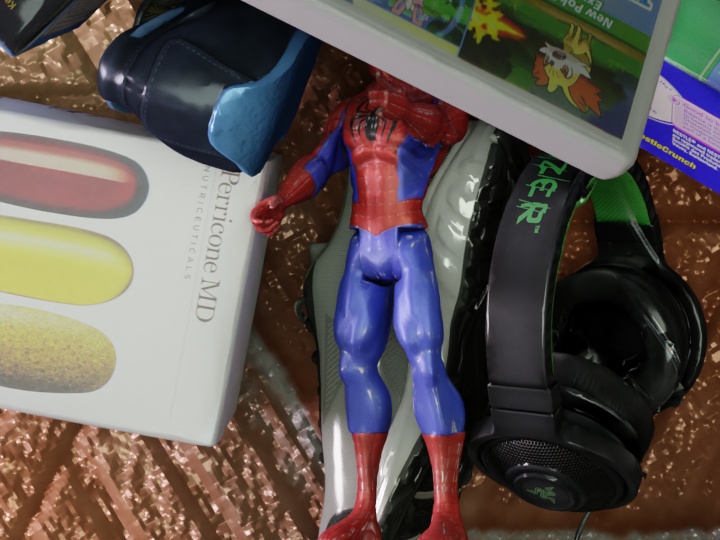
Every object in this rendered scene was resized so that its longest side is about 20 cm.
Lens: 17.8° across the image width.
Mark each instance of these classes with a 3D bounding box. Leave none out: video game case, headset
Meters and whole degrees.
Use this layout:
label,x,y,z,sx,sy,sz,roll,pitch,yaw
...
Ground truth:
label,x,y,z,sx,sy,sz,roll,pitch,yaw
video game case,0.022,-0.149,0.738,0.200,0.022,0.182,25,66,-16
headset,0.102,0.047,0.883,0.094,0.124,0.200,6,126,26

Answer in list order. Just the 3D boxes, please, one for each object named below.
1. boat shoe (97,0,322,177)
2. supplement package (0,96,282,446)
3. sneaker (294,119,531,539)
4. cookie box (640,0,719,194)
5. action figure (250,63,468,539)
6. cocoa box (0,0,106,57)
label,x,y,z,sx,sy,sz,roll,pitch,yaw
boat shoe,-0.049,-0.088,0.832,0.069,0.200,0.084,20,98,0
supplement package,-0.138,-0.010,0.885,0.200,0.110,0.114,10,94,0
sneaker,0.010,0.034,0.913,0.079,0.074,0.200,15,96,23
cookie box,0.135,-0.146,0.831,0.171,0.075,0.200,32,71,21
action figure,0.000,0.000,0.828,0.065,0.099,0.200,-2,86,27
cocoa box,-0.133,-0.191,0.793,0.131,0.133,0.200,-43,96,9
